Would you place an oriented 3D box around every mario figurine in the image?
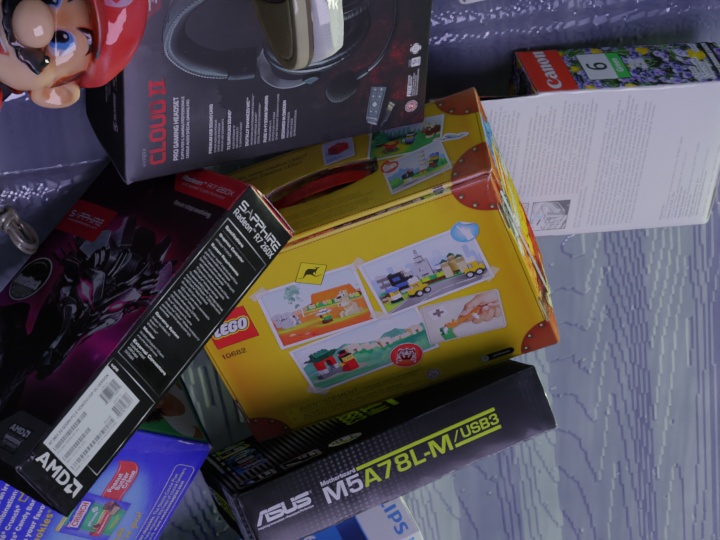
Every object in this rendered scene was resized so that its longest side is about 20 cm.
[{"bbox_3d":[-0.197,-0.108,1.079,0.198,0.106,0.124,-20,134,-7],"label":"mario figurine"}]

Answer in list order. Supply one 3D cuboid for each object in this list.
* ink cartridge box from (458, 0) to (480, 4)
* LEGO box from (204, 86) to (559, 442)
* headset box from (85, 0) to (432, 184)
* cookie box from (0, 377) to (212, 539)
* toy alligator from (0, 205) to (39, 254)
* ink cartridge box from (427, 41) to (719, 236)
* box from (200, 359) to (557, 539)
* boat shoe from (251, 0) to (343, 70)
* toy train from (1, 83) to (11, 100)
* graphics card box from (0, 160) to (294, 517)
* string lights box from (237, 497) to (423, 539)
[{"bbox_3d":[0.077,-0.228,1.122,0.143,0.200,0.084,-13,131,-18],"label":"ink cartridge box"},{"bbox_3d":[0.000,0.000,1.315,0.198,0.078,0.149,-18,133,8],"label":"LEGO box"},{"bbox_3d":[-0.065,-0.140,1.205,0.198,0.077,0.150,-13,131,-21],"label":"headset box"},{"bbox_3d":[-0.217,0.129,1.342,0.199,0.075,0.172,14,118,-36],"label":"cookie box"},{"bbox_3d":[-0.223,-0.076,1.182,0.054,0.059,0.200,-42,133,11],"label":"toy alligator"},{"bbox_3d":[0.124,-0.078,1.370,0.198,0.051,0.110,-4,129,-15],"label":"ink cartridge box"},{"bbox_3d":[0.004,0.105,1.369,0.192,0.200,0.048,-25,96,-8],"label":"box"},{"bbox_3d":[-0.026,-0.202,1.103,0.068,0.075,0.202,-11,98,-22],"label":"boat shoe"},{"bbox_3d":[-0.232,-0.153,1.126,0.034,0.046,0.200,-34,134,1],"label":"toy train"},{"bbox_3d":[-0.142,0.027,1.217,0.200,0.125,0.051,-52,130,-15],"label":"graphics card box"},{"bbox_3d":[-0.056,0.205,1.475,0.199,0.059,0.103,-30,163,-2],"label":"string lights box"}]
